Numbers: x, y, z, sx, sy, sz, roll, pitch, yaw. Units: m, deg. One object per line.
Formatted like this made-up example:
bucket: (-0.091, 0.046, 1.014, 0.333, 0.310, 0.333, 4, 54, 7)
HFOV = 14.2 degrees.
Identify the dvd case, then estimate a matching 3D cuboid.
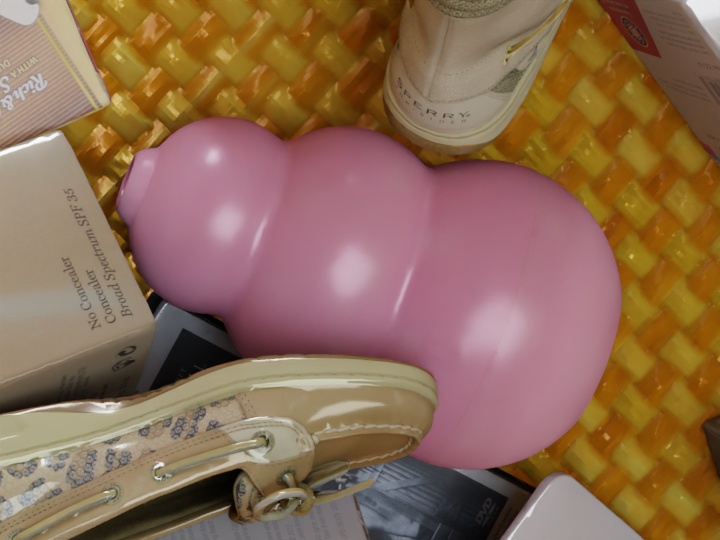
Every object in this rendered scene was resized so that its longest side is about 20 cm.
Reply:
dvd case: (-0.035, 0.118, 1.204, 0.200, 0.025, 0.151, 28, 92, -19)

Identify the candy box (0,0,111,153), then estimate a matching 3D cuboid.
candy box: (-0.209, -0.078, 1.105, 0.200, 0.055, 0.116, -25, 105, -10)

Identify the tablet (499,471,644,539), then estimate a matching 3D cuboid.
tablet: (0.052, 0.187, 1.207, 0.200, 0.014, 0.130, -54, 141, -4)

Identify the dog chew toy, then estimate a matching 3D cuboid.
dog chew toy: (0.000, 0.000, 1.146, 0.199, 0.125, 0.125, 21, 94, -10)

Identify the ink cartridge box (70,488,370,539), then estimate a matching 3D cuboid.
ink cartridge box: (-0.103, 0.182, 1.152, 0.199, 0.043, 0.199, -1, 120, -12)

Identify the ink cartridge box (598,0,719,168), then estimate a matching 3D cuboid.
ink cartridge box: (0.189, -0.059, 1.185, 0.067, 0.116, 0.200, -40, 108, -5)

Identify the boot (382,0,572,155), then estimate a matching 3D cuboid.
boot: (0.067, -0.158, 1.094, 0.072, 0.155, 0.200, 22, 70, 6)

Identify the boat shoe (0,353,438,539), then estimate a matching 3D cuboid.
boat shoe: (-0.066, 0.079, 1.075, 0.199, 0.073, 0.063, -12, 67, -3)

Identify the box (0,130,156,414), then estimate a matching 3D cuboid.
box: (-0.188, 0.032, 1.087, 0.200, 0.078, 0.095, -22, 73, -21)

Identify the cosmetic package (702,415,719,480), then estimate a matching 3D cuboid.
cosmetic package: (0.261, 0.083, 1.246, 0.199, 0.090, 0.107, -23, 102, -7)
